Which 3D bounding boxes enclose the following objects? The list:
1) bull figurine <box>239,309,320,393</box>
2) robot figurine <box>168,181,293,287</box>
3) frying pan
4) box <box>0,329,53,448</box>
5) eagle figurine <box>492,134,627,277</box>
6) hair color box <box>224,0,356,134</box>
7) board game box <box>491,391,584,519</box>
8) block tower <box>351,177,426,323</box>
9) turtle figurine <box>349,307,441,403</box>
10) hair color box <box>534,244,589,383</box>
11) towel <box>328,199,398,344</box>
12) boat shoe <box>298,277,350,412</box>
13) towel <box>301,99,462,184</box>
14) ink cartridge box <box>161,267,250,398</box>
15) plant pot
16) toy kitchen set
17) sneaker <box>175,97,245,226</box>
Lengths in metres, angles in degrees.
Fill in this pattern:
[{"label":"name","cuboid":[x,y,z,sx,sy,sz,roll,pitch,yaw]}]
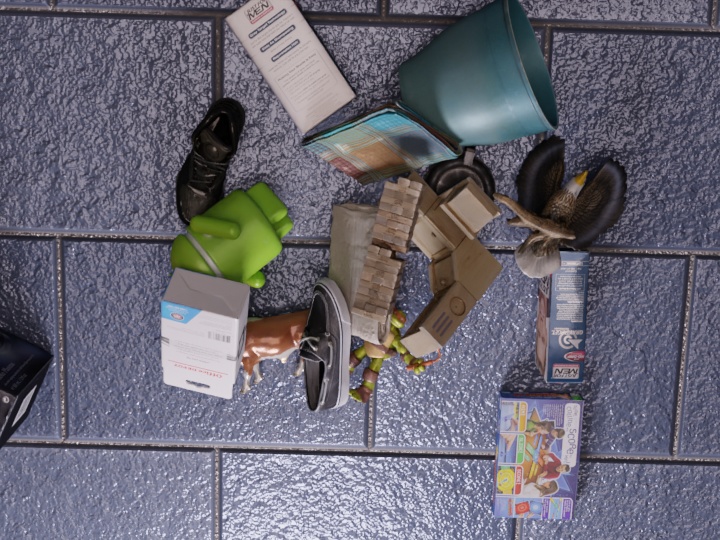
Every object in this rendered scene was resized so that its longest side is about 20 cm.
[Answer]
[{"label":"bull figurine","cuboid":[-0.148,0.117,1.785,0.197,0.065,0.123,-8,104,3]},{"label":"robot figurine","cuboid":[-0.197,-0.039,1.713,0.199,0.176,0.116,-38,65,-10]},{"label":"frying pan","cuboid":[0.172,-0.150,1.750,0.114,0.031,0.191,34,103,-8]},{"label":"box","cuboid":[-0.592,0.161,1.723,0.196,0.200,0.124,26,101,-6]},{"label":"eagle figurine","cuboid":[0.293,-0.099,1.674,0.149,0.200,0.153,-19,106,32]},{"label":"hair color box","cuboid":[-0.100,-0.312,1.688,0.099,0.061,0.201,-33,100,7]},{"label":"board game box","cuboid":[0.282,0.295,1.838,0.133,0.034,0.203,2,102,-1]},{"label":"block tower","cuboid":[0.041,-0.031,1.635,0.053,0.058,0.203,16,95,10]},{"label":"turtle figurine","cuboid":[0.018,0.112,1.785,0.199,0.064,0.162,40,100,12]},{"label":"hair color box","cuboid":[0.306,0.060,1.756,0.059,0.100,0.203,0,102,-1]},{"label":"towel","cuboid":[0.000,0.000,1.726,0.034,0.132,0.203,0,98,-40]},{"label":"boat shoe","cuboid":[-0.061,0.114,1.728,0.067,0.071,0.203,-14,111,-38]},{"label":"towel","cuboid":[0.029,-0.176,1.650,0.146,0.198,0.022,29,60,-37]},{"label":"ink cartridge box","cuboid":[-0.229,0.095,1.689,0.114,0.067,0.201,13,139,1]},{"label":"plant pot","cuboid":[0.162,-0.264,1.647,0.186,0.200,0.202,-19,102,20]},{"label":"toy kitchen set","cuboid":[0.102,-0.022,1.667,0.200,0.163,0.181,46,60,-8]},{"label":"sneaker","cuboid":[-0.229,-0.154,1.704,0.075,0.114,0.202,24,103,-3]}]
